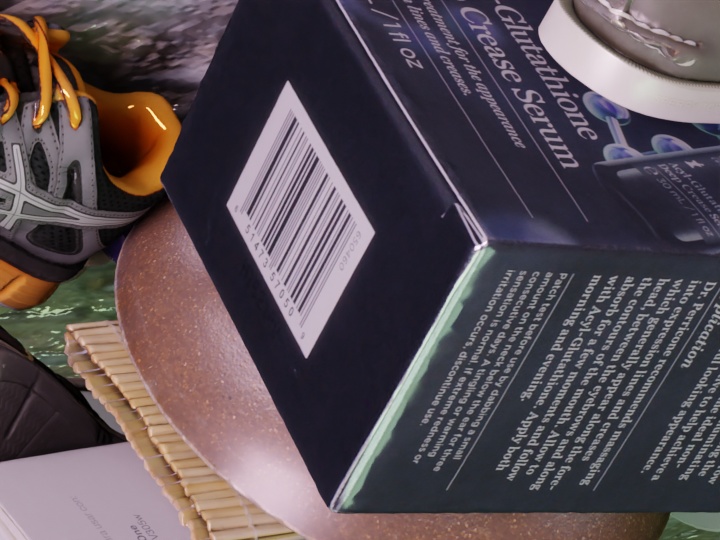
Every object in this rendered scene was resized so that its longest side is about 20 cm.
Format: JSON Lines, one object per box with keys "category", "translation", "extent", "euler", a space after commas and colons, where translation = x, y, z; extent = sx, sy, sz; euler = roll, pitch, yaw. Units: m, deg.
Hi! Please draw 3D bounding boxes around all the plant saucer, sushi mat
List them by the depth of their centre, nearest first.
{"category": "plant saucer", "translation": [0.020, 0.021, 0.842], "extent": [0.200, 0.200, 0.037], "euler": [3, 130, -33]}
{"category": "sushi mat", "translation": [0.007, 0.044, 0.845], "extent": [0.200, 0.096, 0.012], "euler": [-5, 135, -40]}

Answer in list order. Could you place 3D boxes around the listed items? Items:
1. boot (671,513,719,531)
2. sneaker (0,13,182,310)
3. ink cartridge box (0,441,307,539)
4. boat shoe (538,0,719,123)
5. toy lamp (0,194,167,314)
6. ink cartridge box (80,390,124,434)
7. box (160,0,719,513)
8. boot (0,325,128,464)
{"category": "boot", "translation": [0.164, 0.012, 1.080], "extent": [0.074, 0.096, 0.200], "euler": [23, 137, 19]}
{"category": "sneaker", "translation": [-0.121, -0.049, 0.771], "extent": [0.077, 0.078, 0.200], "euler": [-29, 160, 13]}
{"category": "ink cartridge box", "translation": [-0.046, 0.129, 0.840], "extent": [0.200, 0.088, 0.145], "euler": [-9, 131, -42]}
{"category": "boat shoe", "translation": [0.142, -0.085, 0.787], "extent": [0.202, 0.072, 0.060], "euler": [-5, 130, -42]}
{"category": "toy lamp", "translation": [-0.145, 0.011, 0.940], "extent": [0.200, 0.058, 0.058], "euler": [-27, 155, 35]}
{"category": "ink cartridge box", "translation": [-0.140, 0.143, 1.180], "extent": [0.200, 0.145, 0.145], "euler": [7, 154, -42]}
{"category": "box", "translation": [0.066, -0.013, 0.791], "extent": [0.200, 0.148, 0.107], "euler": [3, 130, -34]}
{"category": "boot", "translation": [-0.141, 0.048, 0.872], "extent": [0.073, 0.151, 0.200], "euler": [-48, 147, -8]}
